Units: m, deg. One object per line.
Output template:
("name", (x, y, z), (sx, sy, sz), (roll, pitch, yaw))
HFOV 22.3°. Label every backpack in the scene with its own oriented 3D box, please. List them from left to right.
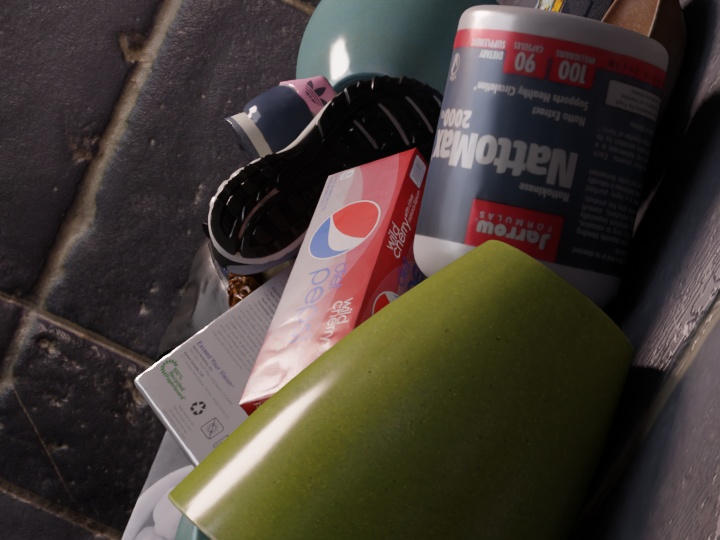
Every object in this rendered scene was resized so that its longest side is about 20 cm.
("backpack", (-0.062, 0.059, 1.508), (0.200, 0.126, 0.168), (21, 96, 44))

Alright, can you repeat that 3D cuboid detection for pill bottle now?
("pill bottle", (0.094, -0.037, 1.014), (0.120, 0.119, 0.201), (-163, 85, -83))

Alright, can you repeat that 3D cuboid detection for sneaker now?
("sneaker", (-0.047, -0.099, 1.358), (0.082, 0.070, 0.200), (-34, 1, -1))
("sneaker", (-0.021, -0.064, 1.225), (0.200, 0.074, 0.079), (-32, -10, -19))

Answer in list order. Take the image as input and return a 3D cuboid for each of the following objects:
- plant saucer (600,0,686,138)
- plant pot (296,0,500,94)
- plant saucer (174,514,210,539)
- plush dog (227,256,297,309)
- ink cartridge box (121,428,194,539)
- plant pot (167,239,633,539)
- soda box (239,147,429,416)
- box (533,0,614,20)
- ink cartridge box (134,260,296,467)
("plant saucer", (0.156, -0.097, 1.157), (0.200, 0.037, 0.201), (-156, 90, -83))
("plant pot", (0.029, -0.148, 1.545), (0.201, 0.200, 0.135), (-61, -1, 31))
("plant saucer", (-0.023, 0.150, 1.036), (0.201, 0.199, 0.036), (-68, -30, -25))
("plush dog", (0.000, 0.000, 1.298), (0.200, 0.172, 0.160), (-50, 2, -11))
("ink cartridge box", (-0.035, 0.126, 1.169), (0.201, 0.197, 0.043), (-69, -27, -14))
("plant pot", (0.040, 0.091, 0.902), (0.200, 0.187, 0.187), (-51, 5, -7))
("soda box", (-0.002, 0.021, 1.059), (0.070, 0.063, 0.200), (-16, 35, 30))
("box", (0.140, -0.148, 1.451), (0.201, 0.040, 0.137), (-66, 8, -5))
("ink cartridge box", (-0.012, 0.078, 1.131), (0.200, 0.200, 0.041), (-37, -38, -5))
